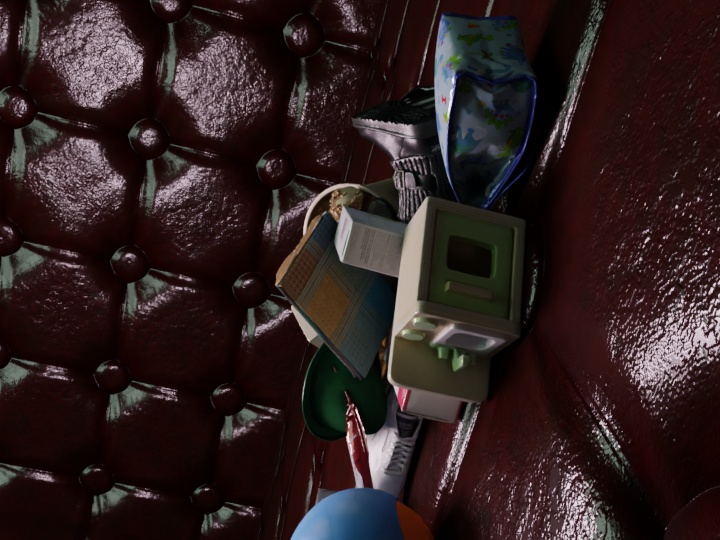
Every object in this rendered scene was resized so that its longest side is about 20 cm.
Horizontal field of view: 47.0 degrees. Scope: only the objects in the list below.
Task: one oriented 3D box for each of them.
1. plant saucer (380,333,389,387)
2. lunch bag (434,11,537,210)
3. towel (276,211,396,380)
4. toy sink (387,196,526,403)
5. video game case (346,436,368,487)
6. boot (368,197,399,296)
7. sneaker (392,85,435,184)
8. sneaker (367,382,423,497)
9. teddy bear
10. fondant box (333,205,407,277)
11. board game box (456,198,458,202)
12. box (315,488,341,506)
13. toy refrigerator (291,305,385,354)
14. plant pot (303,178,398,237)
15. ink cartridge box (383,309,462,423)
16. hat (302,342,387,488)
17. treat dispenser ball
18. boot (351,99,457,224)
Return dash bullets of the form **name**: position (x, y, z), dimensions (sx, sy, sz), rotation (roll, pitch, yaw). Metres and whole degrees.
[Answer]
- **plant saucer**: position (0.049, 0.179, 1.519), dimensions (0.200, 0.035, 0.205), rotation (-168, 89, -81)
- **lunch bag**: position (0.149, -0.192, 1.039), dimensions (0.172, 0.124, 0.203), rotation (-89, 4, -50)
- **towel**: position (-0.025, 0.038, 1.200), dimensions (0.021, 0.201, 0.148), rotation (-7, 42, 47)
- **toy sink**: position (0.114, 0.036, 0.971), dimensions (0.112, 0.127, 0.205), rotation (124, 157, -67)
- **video game case**: position (0.008, 0.294, 1.508), dimensions (0.184, 0.021, 0.203), rotation (-107, 22, -47)
- **boot**: position (0.000, 0.000, 1.266), dimensions (0.067, 0.128, 0.205), rotation (25, 123, 51)
- **sneaker**: position (0.093, -0.219, 1.299), dimensions (0.200, 0.115, 0.076), rotation (-40, 14, 42)
- **sneaker**: position (0.053, 0.267, 1.272), dimensions (0.080, 0.075, 0.205), rotation (179, 101, -73)
- **teddy bear**: position (-0.052, -0.044, 1.280), dimensions (0.202, 0.066, 0.145), rotation (-57, 14, -1)
- **fondant box**: position (0.067, -0.027, 1.124), dimensions (0.144, 0.195, 0.060), rotation (-117, 43, -76)
- **board game box**: position (0.131, -0.067, 1.300), dimensions (0.127, 0.034, 0.204), rotation (-98, 21, -68)
- **box**: position (-0.026, 0.460, 1.291), dimensions (0.199, 0.049, 0.205), rotation (48, -133, -60)
- **toy refrigerator**: position (-0.032, 0.099, 1.415), dimensions (0.077, 0.069, 0.200), rotation (58, -169, 31)
- **plant pot**: position (0.031, -0.070, 1.420), dimensions (0.183, 0.197, 0.204), rotation (-35, -34, -56)
- **ink cartridge box**: position (0.096, 0.099, 1.151), dimensions (0.200, 0.083, 0.151), rotation (-118, 40, -75)
- **hat**: position (0.024, 0.205, 1.217), dimensions (0.174, 0.163, 0.205), rotation (16, 102, 46)
- **treat dispenser ball**: position (0.002, 0.375, 1.023), dimensions (0.201, 0.196, 0.206), rotation (-168, 90, -81)
- **boot**: position (0.063, -0.157, 1.224), dimensions (0.210, 0.078, 0.161), rotation (34, 142, 57)
